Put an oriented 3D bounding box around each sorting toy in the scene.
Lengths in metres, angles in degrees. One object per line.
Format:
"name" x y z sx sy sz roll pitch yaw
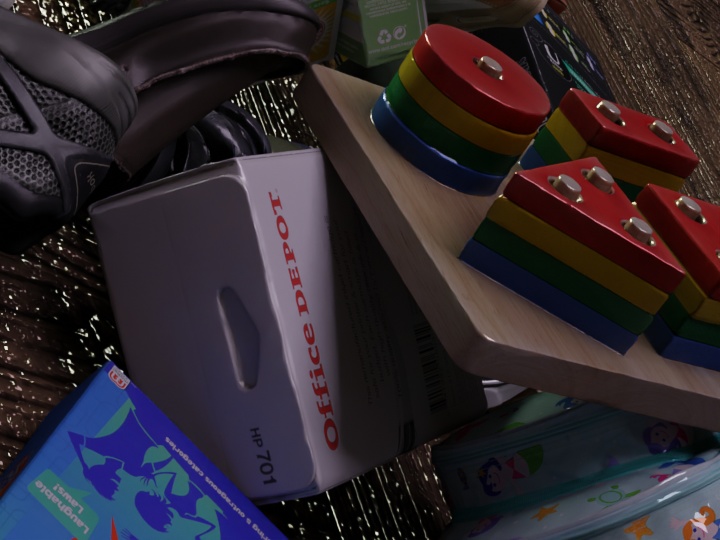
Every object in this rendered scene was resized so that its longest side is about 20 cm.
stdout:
"sorting toy" 0.096 -0.027 0.856 0.199 0.070 0.200 15 31 -37

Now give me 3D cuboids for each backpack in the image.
"backpack" 0.115 0.128 0.898 0.200 0.177 0.151 -26 96 -63

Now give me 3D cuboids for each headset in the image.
"headset" -0.086 -0.061 0.946 0.123 0.094 0.200 -6 70 -63

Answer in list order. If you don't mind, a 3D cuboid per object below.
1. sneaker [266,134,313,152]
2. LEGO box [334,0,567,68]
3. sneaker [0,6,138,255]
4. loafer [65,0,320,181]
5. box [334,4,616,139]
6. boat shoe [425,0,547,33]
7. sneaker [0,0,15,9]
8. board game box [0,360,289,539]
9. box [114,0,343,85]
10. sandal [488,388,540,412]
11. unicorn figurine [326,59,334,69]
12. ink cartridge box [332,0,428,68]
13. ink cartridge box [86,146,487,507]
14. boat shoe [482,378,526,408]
"sneaker" 0.000 0.000 1.030 0.200 0.067 0.090 49 26 14
"LEGO box" 0.032 -0.219 1.322 0.077 0.149 0.200 23 35 -47
"sneaker" -0.201 -0.067 0.765 0.199 0.076 0.114 25 60 -7
"loafer" -0.110 -0.075 0.865 0.073 0.200 0.071 135 -62 -77
"box" 0.081 -0.074 1.183 0.124 0.148 0.200 39 24 -35
"boat shoe" 0.053 -0.171 1.135 0.068 0.075 0.200 42 -3 -15
"sneaker" -0.186 -0.187 0.994 0.081 0.075 0.200 44 23 -36
"board game box" -0.086 0.138 0.706 0.152 0.045 0.200 46 24 -9
"box" -0.099 -0.206 1.074 0.200 0.112 0.101 62 -19 25
"sandal" 0.102 0.118 1.073 0.070 0.078 0.212 -13 53 -29
"unicorn figurine" -0.079 -0.216 1.216 0.200 0.074 0.137 58 29 11
"ink cartridge box" -0.017 -0.230 1.082 0.146 0.048 0.200 -142 -141 -60
"ink cartridge box" -0.026 0.021 0.881 0.200 0.086 0.147 -14 90 -63
"boat shoe" 0.100 0.023 1.075 0.200 0.064 0.071 -14 47 -26
